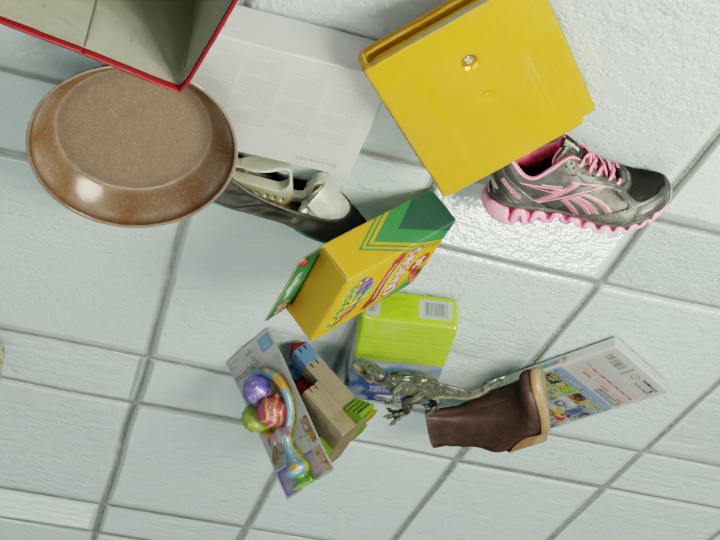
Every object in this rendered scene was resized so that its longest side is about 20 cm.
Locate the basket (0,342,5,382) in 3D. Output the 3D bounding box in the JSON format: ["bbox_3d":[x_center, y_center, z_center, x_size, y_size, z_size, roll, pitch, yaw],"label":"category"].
[{"bbox_3d":[-0.579,0.127,1.549,0.196,0.162,0.201,-6,143,12],"label":"basket"}]

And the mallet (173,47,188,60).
[{"bbox_3d":[-0.203,-0.200,1.080,0.199,0.041,0.066,28,170,38],"label":"mallet"}]

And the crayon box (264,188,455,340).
[{"bbox_3d":[0.000,0.000,1.314,0.199,0.051,0.127,-29,162,-35],"label":"crayon box"}]

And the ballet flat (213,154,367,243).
[{"bbox_3d":[-0.072,-0.079,1.305,0.198,0.068,0.069,15,134,-17],"label":"ballet flat"}]

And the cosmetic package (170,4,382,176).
[{"bbox_3d":[-0.083,-0.174,1.181,0.198,0.052,0.151,12,141,-13],"label":"cosmetic package"}]

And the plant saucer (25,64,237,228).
[{"bbox_3d":[-0.217,-0.124,1.166,0.198,0.037,0.202,-5,136,-4],"label":"plant saucer"}]

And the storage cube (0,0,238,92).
[{"bbox_3d":[-0.172,-0.281,0.930,0.169,0.181,0.200,19,143,-21],"label":"storage cube"}]

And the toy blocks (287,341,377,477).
[{"bbox_3d":[-0.069,0.182,1.622,0.137,0.100,0.200,47,148,12],"label":"toy blocks"}]

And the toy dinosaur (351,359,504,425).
[{"bbox_3d":[0.078,0.157,1.560,0.198,0.048,0.089,7,139,-16],"label":"toy dinosaur"}]

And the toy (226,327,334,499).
[{"bbox_3d":[-0.118,0.191,1.579,0.047,0.201,0.115,-18,165,-45],"label":"toy"}]

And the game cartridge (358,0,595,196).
[{"bbox_3d":[0.114,-0.173,1.145,0.175,0.033,0.200,-27,140,10],"label":"game cartridge"}]

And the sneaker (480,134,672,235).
[{"bbox_3d":[0.225,-0.096,1.258,0.197,0.080,0.096,1,133,1],"label":"sneaker"}]

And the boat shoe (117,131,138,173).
[{"bbox_3d":[-0.268,-0.117,1.261,0.063,0.071,0.200,14,145,-17],"label":"boat shoe"}]

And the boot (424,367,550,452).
[{"bbox_3d":[0.167,0.193,1.624,0.164,0.073,0.201,-3,149,5],"label":"boot"}]

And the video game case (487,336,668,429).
[{"bbox_3d":[0.291,0.156,1.643,0.199,0.018,0.143,-24,137,32],"label":"video game case"}]

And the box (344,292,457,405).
[{"bbox_3d":[0.048,0.101,1.559,0.120,0.048,0.201,7,145,-4],"label":"box"}]
